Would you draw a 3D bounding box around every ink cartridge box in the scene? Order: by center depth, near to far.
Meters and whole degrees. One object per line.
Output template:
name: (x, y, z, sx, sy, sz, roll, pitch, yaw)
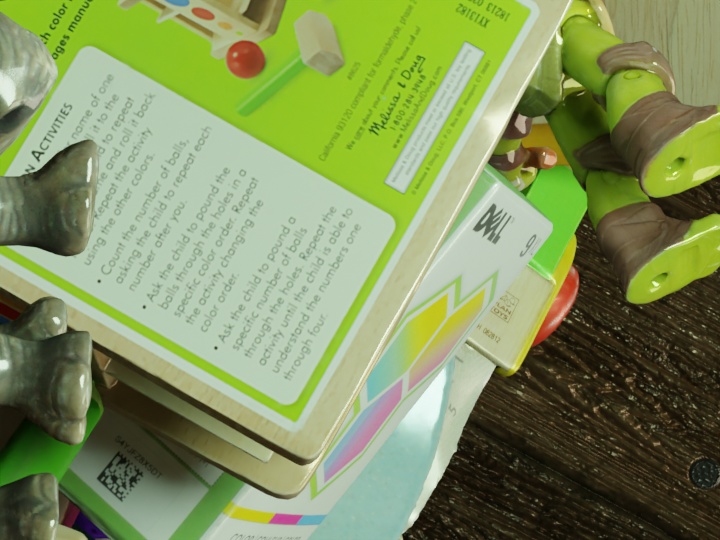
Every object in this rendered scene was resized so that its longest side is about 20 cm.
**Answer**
ink cartridge box: (0.000, 0.000, 0.780, 0.200, 0.059, 0.104, -51, 166, 3)

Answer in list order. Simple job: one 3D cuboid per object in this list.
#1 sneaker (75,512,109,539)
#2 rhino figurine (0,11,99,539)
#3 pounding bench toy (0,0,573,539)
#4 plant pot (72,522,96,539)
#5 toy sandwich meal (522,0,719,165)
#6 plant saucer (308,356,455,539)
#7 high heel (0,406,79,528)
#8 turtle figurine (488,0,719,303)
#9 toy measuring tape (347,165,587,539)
sneaker: (-0.101, 0.042, 0.970, 0.100, 0.069, 0.200, -52, 164, -58)
rhino figurine: (-0.090, 0.003, 0.459, 0.200, 0.087, 0.060, 112, -23, -64)
pounding bench toy: (-0.056, 0.002, 0.642, 0.200, 0.124, 0.156, -61, 178, -10)
plant pot: (-0.097, 0.211, 0.942, 0.200, 0.188, 0.200, -51, -168, 15)
toy sandwich meal: (0.054, -0.100, 0.991, 0.070, 0.205, 0.205, -99, -152, -47)
plant saucer: (-0.029, 0.024, 0.936, 0.201, 0.039, 0.201, -17, 110, -57)
high heel: (-0.089, 0.023, 0.842, 0.200, 0.067, 0.096, -66, 166, 21)
turtle figurine: (0.067, -0.079, 0.858, 0.064, 0.161, 0.200, -8, 137, -29)
toy measuring tape: (0.035, 0.029, 1.063, 0.200, 0.073, 0.074, -61, 178, -24)
